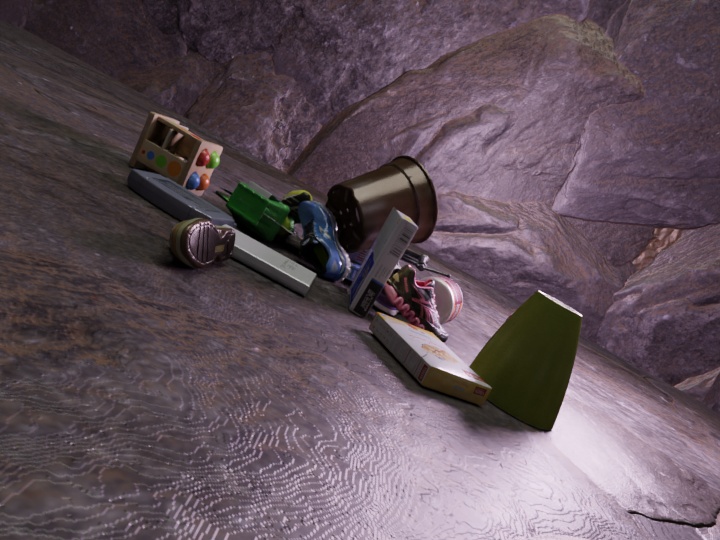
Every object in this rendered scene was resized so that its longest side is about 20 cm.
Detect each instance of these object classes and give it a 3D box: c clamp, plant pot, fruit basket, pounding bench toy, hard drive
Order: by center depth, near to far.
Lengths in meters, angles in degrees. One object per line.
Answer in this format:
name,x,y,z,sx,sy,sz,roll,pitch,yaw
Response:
plant pot,0.314,0.148,1.251,0.184,0.204,0.187,27,9,-4
hard drive,-0.176,-0.021,1.254,0.196,0.027,0.132,28,8,-2
plant pot,0.038,-0.138,1.540,0.195,0.205,0.199,-17,35,-33
fruit basket,-0.202,-0.124,1.556,0.183,0.095,0.199,33,6,30
pounding bench toy,-0.396,-0.255,1.576,0.153,0.127,0.200,29,8,7
c clamp,0.128,-0.026,1.663,0.167,0.028,0.200,21,11,-2

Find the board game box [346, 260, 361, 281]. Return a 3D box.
board game box,0.000,0.000,1.629,0.132,0.035,0.200,24,7,12

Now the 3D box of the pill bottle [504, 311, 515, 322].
pill bottle,0.432,0.175,1.782,0.111,0.115,0.200,28,9,3

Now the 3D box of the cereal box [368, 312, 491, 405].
cereal box,0.115,0.146,1.165,0.142,0.040,0.200,23,10,-33

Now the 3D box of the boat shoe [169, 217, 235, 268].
boat shoe,-0.254,-0.044,1.042,0.074,0.074,0.200,14,-1,7

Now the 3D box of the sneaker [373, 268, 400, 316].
sneaker,0.079,0.040,1.507,0.074,0.089,0.200,27,8,3

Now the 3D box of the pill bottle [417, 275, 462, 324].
pill bottle,0.178,0.069,1.591,0.108,0.112,0.199,30,9,15

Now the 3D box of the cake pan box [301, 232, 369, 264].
cake pan box,-0.030,-0.067,1.683,0.196,0.054,0.184,25,6,15

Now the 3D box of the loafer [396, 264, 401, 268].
loafer,0.084,-0.014,1.907,0.069,0.071,0.200,29,8,8

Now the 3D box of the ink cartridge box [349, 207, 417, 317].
ink cartridge box,0.041,-0.021,1.368,0.046,0.201,0.200,28,9,-4

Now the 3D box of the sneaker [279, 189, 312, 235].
sneaker,-0.153,-0.159,1.650,0.077,0.091,0.199,36,-23,-11

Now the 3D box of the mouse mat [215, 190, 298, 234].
mouse mat,-0.267,-0.150,1.789,0.198,0.008,0.160,18,14,-48

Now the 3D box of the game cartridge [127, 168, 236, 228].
game cartridge,-0.345,-0.131,1.323,0.197,0.042,0.133,31,13,14

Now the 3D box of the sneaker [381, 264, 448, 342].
sneaker,0.127,0.068,1.391,0.200,0.096,0.079,46,-3,-28

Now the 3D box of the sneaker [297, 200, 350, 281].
sneaker,-0.092,-0.071,1.483,0.088,0.078,0.203,7,48,-48
